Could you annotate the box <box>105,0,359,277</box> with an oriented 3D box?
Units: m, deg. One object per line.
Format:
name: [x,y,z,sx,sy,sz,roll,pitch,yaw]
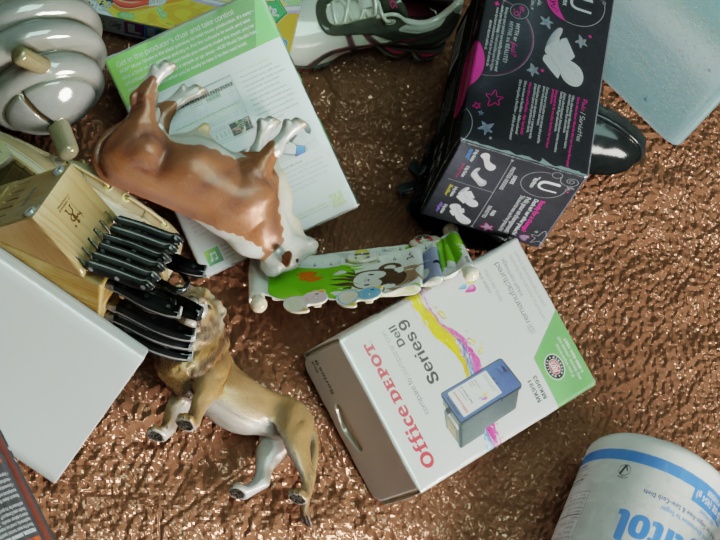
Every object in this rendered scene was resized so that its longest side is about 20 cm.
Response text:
box: [-0.106,-0.114,1.632,0.144,0.036,0.201,-24,93,-3]

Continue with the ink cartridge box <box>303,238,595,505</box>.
ink cartridge box: [0.074,0.085,1.647,0.199,0.087,0.146,-28,89,-26]

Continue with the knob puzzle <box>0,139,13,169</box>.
knob puzzle: [-0.403,-0.097,1.529,0.218,0.030,0.221,1,71,-3]

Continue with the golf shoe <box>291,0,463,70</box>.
golf shoe: [-0.006,-0.228,1.733,0.199,0.088,0.078,-7,75,-22]

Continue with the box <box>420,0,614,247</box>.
box: [0.135,-0.144,1.662,0.114,0.132,0.201,16,61,-6]

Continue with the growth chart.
growth chart: [0.000,0.000,1.621,0.199,0.145,0.018,-7,110,-10]

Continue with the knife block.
knife block: [-0.218,0.008,1.537,0.176,0.199,0.064,53,46,-26]

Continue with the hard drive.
hard drive: [-0.281,0.056,1.507,0.200,0.132,0.026,35,18,-7]

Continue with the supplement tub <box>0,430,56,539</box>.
supplement tub: [-0.283,0.202,1.453,0.107,0.107,0.201,-24,81,-27]

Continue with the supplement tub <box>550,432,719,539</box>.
supplement tub: [0.217,0.248,1.623,0.132,0.132,0.201,30,62,-9]

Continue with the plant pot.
plant pot: [0.318,-0.277,1.817,0.196,0.200,0.196,43,61,-3]

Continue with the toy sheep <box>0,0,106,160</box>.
toy sheep: [-0.268,-0.177,1.584,0.137,0.138,0.201,-8,69,-24]

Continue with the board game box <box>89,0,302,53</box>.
board game box: [-0.145,-0.258,1.684,0.199,0.034,0.135,12,72,-2]

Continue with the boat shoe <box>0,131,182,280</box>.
boat shoe: [-0.233,-0.053,1.594,0.200,0.074,0.069,36,39,-2]

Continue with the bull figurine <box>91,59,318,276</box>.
bull figurine: [-0.113,-0.080,1.583,0.199,0.065,0.122,24,81,-10]

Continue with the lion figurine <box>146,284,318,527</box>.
lion figurine: [-0.096,0.108,1.592,0.200,0.072,0.123,42,46,-19]

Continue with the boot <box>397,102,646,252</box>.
boot: [0.144,-0.087,1.749,0.198,0.073,0.163,23,62,-5]
